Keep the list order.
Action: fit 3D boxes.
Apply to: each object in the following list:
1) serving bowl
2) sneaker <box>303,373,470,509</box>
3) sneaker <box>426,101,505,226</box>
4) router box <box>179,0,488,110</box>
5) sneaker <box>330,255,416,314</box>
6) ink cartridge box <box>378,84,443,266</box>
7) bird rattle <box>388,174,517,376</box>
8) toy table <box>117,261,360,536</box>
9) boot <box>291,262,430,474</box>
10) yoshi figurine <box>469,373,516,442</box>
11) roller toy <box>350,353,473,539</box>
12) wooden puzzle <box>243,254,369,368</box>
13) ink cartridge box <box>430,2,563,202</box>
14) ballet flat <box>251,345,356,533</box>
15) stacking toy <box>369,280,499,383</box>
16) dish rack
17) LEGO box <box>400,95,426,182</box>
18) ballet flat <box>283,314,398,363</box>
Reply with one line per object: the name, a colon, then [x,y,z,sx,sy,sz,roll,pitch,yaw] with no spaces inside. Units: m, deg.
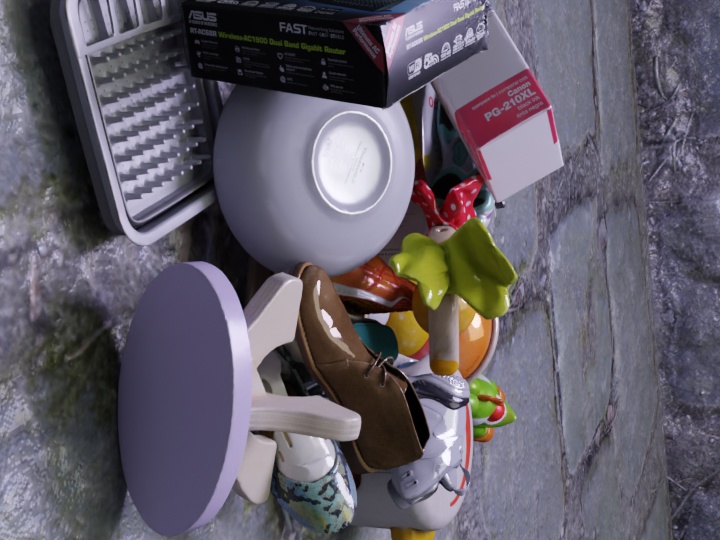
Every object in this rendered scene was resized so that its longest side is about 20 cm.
serving bowl: [-0.025,-0.091,0.911,0.197,0.065,0.205,-3,95,-36]
sneaker: [0.011,0.163,1.008,0.075,0.196,0.117,96,-11,-70]
sneaker: [0.132,-0.090,1.181,0.140,0.076,0.204,45,50,-56]
router box: [-0.019,-0.191,0.833,0.149,0.197,0.063,-36,131,-45]
sneaker: [0.000,0.000,1.025,0.199,0.072,0.079,20,69,-51]
ink cartridge box: [0.061,-0.105,1.218,0.145,0.082,0.205,4,86,-66]
bird rattle: [0.072,0.005,1.007,0.200,0.110,0.166,-104,-166,-70]
toy table: [-0.101,0.094,0.820,0.116,0.183,0.203,-3,118,-51]
boot: [0.001,0.078,0.899,0.203,0.074,0.074,67,31,-21]
yoshi figurine: [0.130,0.170,1.410,0.114,0.111,0.200,61,4,20]
roller toy: [0.043,0.184,1.144,0.184,0.137,0.202,64,35,-40]
wooden puzzle: [-0.040,-0.007,1.058,0.184,0.037,0.204,26,66,-49]
ink cartridge box: [0.115,-0.191,1.056,0.202,0.083,0.145,64,6,21]
ballet flat: [-0.064,0.129,0.906,0.201,0.074,0.074,53,3,37]
stacking toy: [0.054,0.053,1.210,0.199,0.144,0.149,20,70,-51]
dish rack: [-0.169,-0.135,0.825,0.172,0.043,0.204,-45,128,-58]
LEGO box: [-0.018,-0.178,1.049,0.148,0.076,0.204,0,79,-55]
ballet flat: [-0.033,0.066,0.985,0.199,0.068,0.071,29,63,-57]
